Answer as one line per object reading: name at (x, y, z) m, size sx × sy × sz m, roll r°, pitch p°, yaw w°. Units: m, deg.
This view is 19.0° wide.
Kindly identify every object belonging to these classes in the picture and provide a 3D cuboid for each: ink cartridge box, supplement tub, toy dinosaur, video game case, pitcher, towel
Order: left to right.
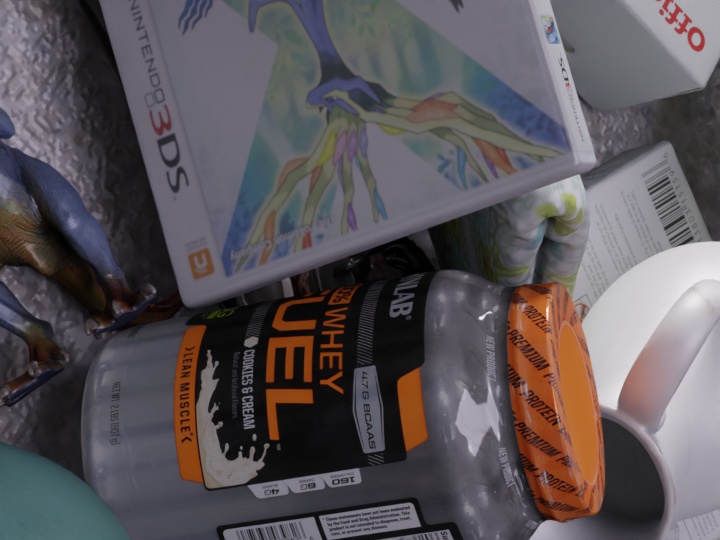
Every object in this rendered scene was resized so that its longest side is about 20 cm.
toy dinosaur at (-0.178, -0.033, 0.915) m, size 0.105 × 0.200 × 0.182 m, roll -37°, pitch 84°, yaw 4°
video game case at (-0.017, -0.099, 0.887) m, size 0.022 × 0.199 × 0.183 m, roll -7°, pitch 80°, yaw -59°
supplement tub at (-0.005, 0.068, 0.897) m, size 0.122 × 0.199 × 0.123 m, roll -11°, pitch 90°, yaw -75°
towel at (0.058, -0.054, 0.975) m, size 0.048 × 0.200 × 0.172 m, roll -14°, pitch 64°, yaw -8°
ink cartridge box at (0.134, 0.058, 1.130) m, size 0.173 × 0.043 × 0.201 m, roll -30°, pitch 100°, yaw -33°
ink cartridge box at (0.152, -0.207, 1.149) m, size 0.147 × 0.083 × 0.201 m, roll 41°, pitch 64°, yaw -25°
pitcher at (0.155, 0.048, 1.008) m, size 0.121 × 0.172 × 0.200 m, roll 38°, pitch 40°, yaw 13°

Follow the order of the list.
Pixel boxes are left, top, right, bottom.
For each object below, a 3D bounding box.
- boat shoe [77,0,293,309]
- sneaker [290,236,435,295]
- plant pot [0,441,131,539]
boat shoe at (-0.080, -0.048, 0.980) m, size 0.057 × 0.067 × 0.201 m, roll -16°, pitch 90°, yaw -16°
sneaker at (0.000, 0.000, 1.005) m, size 0.071 × 0.098 × 0.202 m, roll -16°, pitch 94°, yaw -27°
plant pot at (-0.172, 0.151, 0.812) m, size 0.161 × 0.200 × 0.202 m, roll -22°, pitch 99°, yaw -48°
